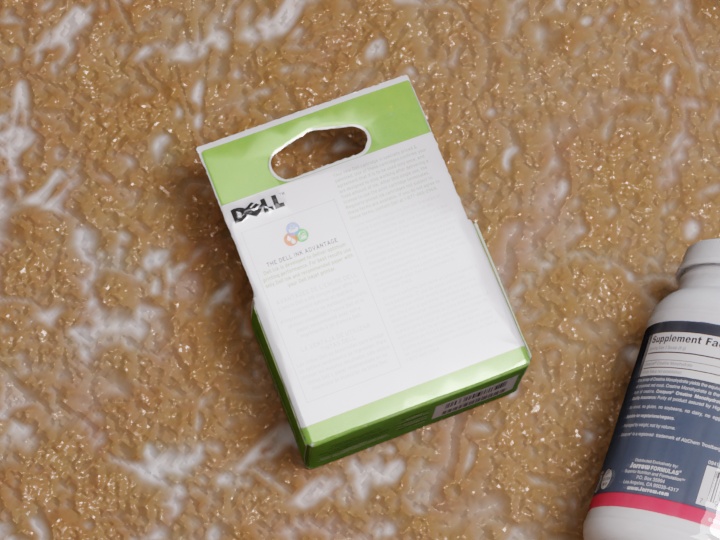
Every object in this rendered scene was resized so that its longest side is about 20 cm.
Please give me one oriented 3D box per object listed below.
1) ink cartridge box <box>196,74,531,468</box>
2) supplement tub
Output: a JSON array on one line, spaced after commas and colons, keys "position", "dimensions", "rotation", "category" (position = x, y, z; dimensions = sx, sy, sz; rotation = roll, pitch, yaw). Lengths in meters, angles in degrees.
[{"position": [0.000, 0.000, 1.528], "dimensions": [0.148, 0.076, 0.200], "rotation": [-20, 76, -8], "category": "ink cartridge box"}, {"position": [0.225, 0.096, 1.482], "dimensions": [0.140, 0.140, 0.200], "rotation": [19, 75, 2], "category": "supplement tub"}]
